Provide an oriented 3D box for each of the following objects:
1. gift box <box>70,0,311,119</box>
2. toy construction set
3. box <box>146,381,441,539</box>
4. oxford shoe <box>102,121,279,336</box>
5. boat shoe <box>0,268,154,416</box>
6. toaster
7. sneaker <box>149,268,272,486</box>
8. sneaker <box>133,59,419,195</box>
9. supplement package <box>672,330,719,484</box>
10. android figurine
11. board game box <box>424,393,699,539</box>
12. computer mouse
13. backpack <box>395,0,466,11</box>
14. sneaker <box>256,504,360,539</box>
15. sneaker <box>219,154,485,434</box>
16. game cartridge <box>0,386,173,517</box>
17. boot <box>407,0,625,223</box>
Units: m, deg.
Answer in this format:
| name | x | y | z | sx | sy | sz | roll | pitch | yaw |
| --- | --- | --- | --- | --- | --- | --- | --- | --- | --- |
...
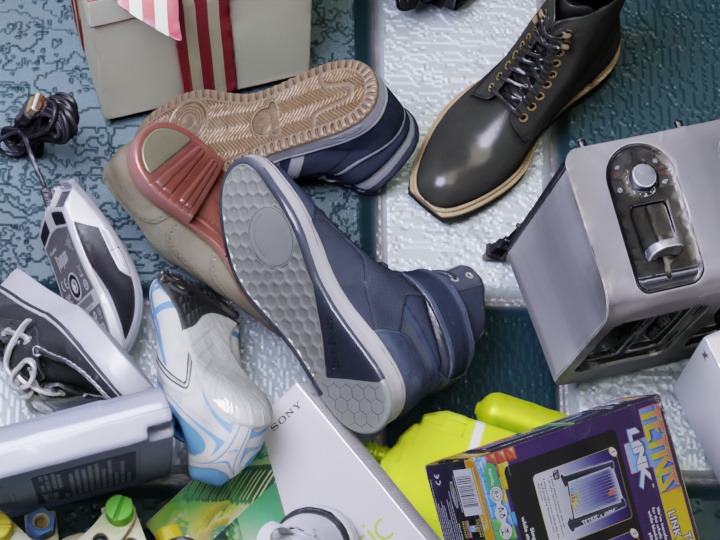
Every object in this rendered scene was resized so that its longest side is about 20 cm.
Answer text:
| name | x | y | z | sx | sy | sz | roll | pitch | yaw |
| --- | --- | --- | --- | --- | --- | --- | --- | --- | --- |
| gift box | -0.116 | -0.222 | 1.579 | 0.184 | 0.187 | 0.201 | -19 | 65 | -11 |
| toy construction set | -0.153 | 0.231 | 1.445 | 0.131 | 0.092 | 0.201 | -18 | 80 | -13 |
| box | -0.027 | 0.193 | 1.481 | 0.144 | 0.036 | 0.200 | -43 | 74 | 9 |
| oxford shoe | -0.093 | -0.019 | 1.563 | 0.200 | 0.074 | 0.071 | 48 | 55 | -15 |
| boat shoe | -0.203 | 0.057 | 1.489 | 0.068 | 0.074 | 0.199 | -46 | 38 | -11 |
| toaster | 0.203 | -0.014 | 1.533 | 0.180 | 0.200 | 0.119 | -11 | 72 | -16 |
| sneaker | -0.111 | 0.065 | 1.505 | 0.072 | 0.073 | 0.200 | 27 | 20 | -28 |
| sneaker | -0.055 | -0.088 | 1.609 | 0.199 | 0.108 | 0.070 | -12 | 69 | 24 |
| supplement package | 0.331 | 0.074 | 1.539 | 0.199 | 0.110 | 0.114 | -20 | 71 | -11 |
| android figurine | 0.087 | 0.169 | 1.524 | 0.199 | 0.041 | 0.183 | 16 | 69 | 1 |
| board game box | 0.142 | 0.195 | 1.444 | 0.165 | 0.057 | 0.201 | -14 | 89 | -37 |
| computer mouse | -0.190 | -0.025 | 1.565 | 0.044 | 0.110 | 0.201 | -17 | 82 | -30 |
| backpack | 0.094 | -0.295 | 1.661 | 0.199 | 0.127 | 0.167 | -16 | 67 | -13 |
| sneaker | -0.046 | 0.246 | 1.404 | 0.075 | 0.115 | 0.201 | 1 | 86 | 17 |
| sneaker | -0.001 | 0.001 | 1.534 | 0.146 | 0.077 | 0.203 | -23 | 80 | -48 |
| game cartridge | -0.186 | 0.119 | 1.441 | 0.133 | 0.200 | 0.041 | -18 | 80 | -10 |
| boot | 0.111 | -0.135 | 1.592 | 0.077 | 0.138 | 0.200 | 38 | 72 | 10 |
